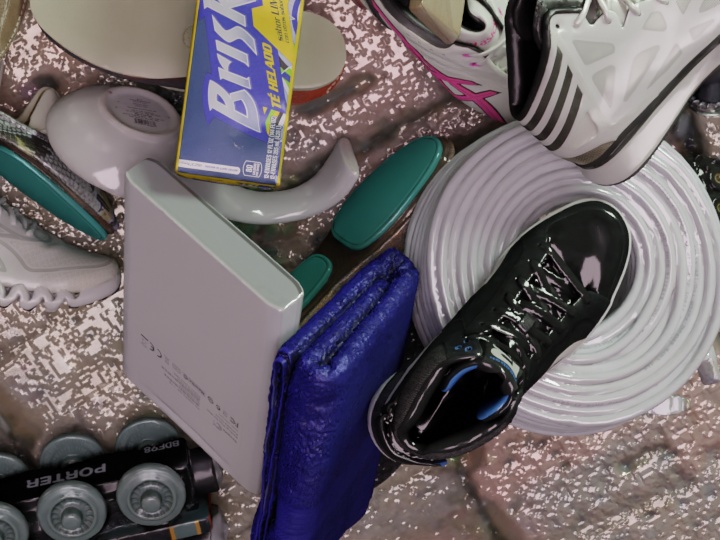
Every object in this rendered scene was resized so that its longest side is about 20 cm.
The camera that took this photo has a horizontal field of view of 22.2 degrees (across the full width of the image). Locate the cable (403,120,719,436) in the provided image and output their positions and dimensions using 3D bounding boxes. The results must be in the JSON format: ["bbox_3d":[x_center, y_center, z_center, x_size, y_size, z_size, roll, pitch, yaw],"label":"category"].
[{"bbox_3d":[0.128,0.002,1.137,0.198,0.069,0.202,-9,90,-8],"label":"cable"}]

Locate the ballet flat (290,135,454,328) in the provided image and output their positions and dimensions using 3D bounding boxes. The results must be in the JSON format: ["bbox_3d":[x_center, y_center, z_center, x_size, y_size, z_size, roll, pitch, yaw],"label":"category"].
[{"bbox_3d":[0.000,0.000,1.195,0.200,0.068,0.067,-45,124,2],"label":"ballet flat"}]

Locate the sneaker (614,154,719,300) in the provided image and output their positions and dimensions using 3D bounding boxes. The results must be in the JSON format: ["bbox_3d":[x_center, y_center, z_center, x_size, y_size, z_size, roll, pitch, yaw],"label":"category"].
[{"bbox_3d":[0.170,0.002,1.214,0.072,0.072,0.200,43,84,-3],"label":"sneaker"}]

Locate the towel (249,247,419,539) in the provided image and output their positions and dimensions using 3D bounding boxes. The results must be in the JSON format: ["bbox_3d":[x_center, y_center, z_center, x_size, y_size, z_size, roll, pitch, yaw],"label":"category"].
[{"bbox_3d":[-0.022,0.099,1.113,0.049,0.148,0.201,21,124,13],"label":"towel"}]

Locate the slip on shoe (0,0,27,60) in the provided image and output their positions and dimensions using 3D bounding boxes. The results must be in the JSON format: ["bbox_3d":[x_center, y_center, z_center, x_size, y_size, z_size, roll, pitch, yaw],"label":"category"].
[{"bbox_3d":[-0.247,-0.140,1.086,0.076,0.061,0.201,28,66,-11],"label":"slip on shoe"}]

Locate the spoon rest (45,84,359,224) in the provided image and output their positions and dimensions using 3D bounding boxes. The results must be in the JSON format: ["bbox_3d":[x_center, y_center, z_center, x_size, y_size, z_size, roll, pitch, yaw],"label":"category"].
[{"bbox_3d":[-0.102,-0.068,1.157,0.198,0.100,0.061,10,127,-21],"label":"spoon rest"}]

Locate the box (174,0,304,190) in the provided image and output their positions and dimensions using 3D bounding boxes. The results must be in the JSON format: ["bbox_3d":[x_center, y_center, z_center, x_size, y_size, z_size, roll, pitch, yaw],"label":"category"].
[{"bbox_3d":[-0.066,-0.151,1.080,0.064,0.070,0.202,7,90,-4],"label":"box"}]

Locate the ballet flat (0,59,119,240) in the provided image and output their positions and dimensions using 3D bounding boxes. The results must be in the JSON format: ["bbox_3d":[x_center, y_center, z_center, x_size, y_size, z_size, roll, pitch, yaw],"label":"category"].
[{"bbox_3d":[-0.226,-0.096,1.149,0.199,0.072,0.072,31,101,-14],"label":"ballet flat"}]

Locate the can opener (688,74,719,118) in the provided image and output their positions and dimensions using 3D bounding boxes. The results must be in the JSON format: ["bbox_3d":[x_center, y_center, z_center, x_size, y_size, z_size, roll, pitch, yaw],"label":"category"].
[{"bbox_3d":[0.276,-0.135,1.179,0.198,0.063,0.079,4,105,-6],"label":"can opener"}]

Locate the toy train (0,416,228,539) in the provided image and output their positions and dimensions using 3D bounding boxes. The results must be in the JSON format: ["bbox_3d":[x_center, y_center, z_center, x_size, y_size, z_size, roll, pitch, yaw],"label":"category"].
[{"bbox_3d":[-0.184,0.172,1.222,0.198,0.085,0.115,-13,119,-3],"label":"toy train"}]

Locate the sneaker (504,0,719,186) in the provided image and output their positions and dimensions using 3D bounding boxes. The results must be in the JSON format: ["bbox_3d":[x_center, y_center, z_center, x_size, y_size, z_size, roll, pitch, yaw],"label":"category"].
[{"bbox_3d":[0.157,-0.152,1.039,0.115,0.076,0.201,27,102,-36],"label":"sneaker"}]

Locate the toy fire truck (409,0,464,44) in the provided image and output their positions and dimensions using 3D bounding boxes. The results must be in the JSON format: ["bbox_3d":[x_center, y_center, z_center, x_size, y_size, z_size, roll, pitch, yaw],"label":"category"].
[{"bbox_3d":[0.112,-0.210,1.096,0.176,0.129,0.201,38,92,-15],"label":"toy fire truck"}]

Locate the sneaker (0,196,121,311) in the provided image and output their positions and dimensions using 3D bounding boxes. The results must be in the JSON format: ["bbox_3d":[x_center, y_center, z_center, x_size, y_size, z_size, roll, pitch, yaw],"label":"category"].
[{"bbox_3d":[-0.246,-0.025,1.165,0.198,0.075,0.082,13,96,-9],"label":"sneaker"}]

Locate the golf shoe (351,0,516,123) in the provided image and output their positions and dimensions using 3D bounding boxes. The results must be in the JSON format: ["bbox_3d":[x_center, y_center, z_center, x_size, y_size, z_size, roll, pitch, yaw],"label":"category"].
[{"bbox_3d":[0.071,-0.141,1.141,0.199,0.092,0.073,31,101,-22],"label":"golf shoe"}]

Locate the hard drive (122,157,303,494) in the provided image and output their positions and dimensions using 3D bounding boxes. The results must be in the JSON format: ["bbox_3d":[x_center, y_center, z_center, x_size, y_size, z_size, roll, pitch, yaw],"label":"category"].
[{"bbox_3d":[-0.095,0.039,1.123,0.132,0.201,0.026,40,57,21],"label":"hard drive"}]

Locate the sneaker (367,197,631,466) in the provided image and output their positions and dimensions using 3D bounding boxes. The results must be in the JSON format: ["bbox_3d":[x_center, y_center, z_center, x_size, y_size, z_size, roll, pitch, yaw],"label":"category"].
[{"bbox_3d":[0.091,0.040,1.041,0.073,0.112,0.200,45,86,-5],"label":"sneaker"}]

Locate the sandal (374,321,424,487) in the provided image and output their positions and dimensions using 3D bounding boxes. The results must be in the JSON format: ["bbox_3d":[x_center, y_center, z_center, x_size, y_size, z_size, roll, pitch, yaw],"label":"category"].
[{"bbox_3d":[0.020,0.073,1.227,0.075,0.045,0.200,38,93,-27],"label":"sandal"}]

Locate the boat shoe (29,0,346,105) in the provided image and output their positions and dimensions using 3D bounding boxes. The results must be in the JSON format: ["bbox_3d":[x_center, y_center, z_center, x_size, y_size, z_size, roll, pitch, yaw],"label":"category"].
[{"bbox_3d":[-0.107,-0.146,1.144,0.198,0.063,0.072,10,87,-7],"label":"boat shoe"}]
